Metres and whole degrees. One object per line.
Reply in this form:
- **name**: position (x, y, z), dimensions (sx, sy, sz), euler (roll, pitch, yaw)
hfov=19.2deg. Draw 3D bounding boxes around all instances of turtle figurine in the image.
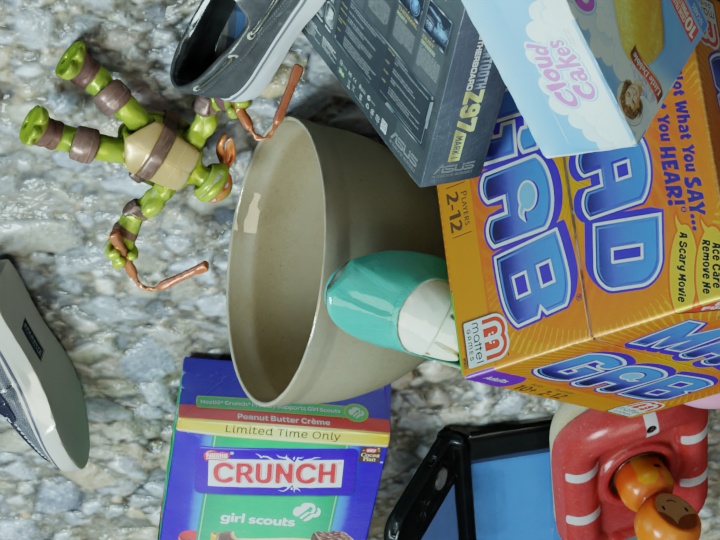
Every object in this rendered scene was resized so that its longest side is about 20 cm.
- **turtle figurine**: position (-0.143, -0.095, 1.478), dimensions (0.161, 0.064, 0.200), euler (30, 110, -20)

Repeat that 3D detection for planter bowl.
- **planter bowl**: position (0.000, 0.000, 1.490), dimensions (0.134, 0.201, 0.201), euler (6, 131, -22)

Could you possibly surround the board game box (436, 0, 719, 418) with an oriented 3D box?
- **board game box**: position (0.188, -0.036, 1.370), dimensions (0.199, 0.201, 0.199), euler (-20, 158, 35)

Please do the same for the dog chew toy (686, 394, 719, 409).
- **dog chew toy**: position (0.246, 0.002, 1.553), dimensions (0.124, 0.125, 0.201), euler (-15, 121, 10)

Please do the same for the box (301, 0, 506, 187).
- **box**: position (0.026, -0.175, 1.329), dimensions (0.051, 0.200, 0.158), euler (-13, 136, -27)

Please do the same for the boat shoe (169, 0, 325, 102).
- **boat shoe**: position (-0.070, -0.184, 1.362), dimensions (0.066, 0.070, 0.200), euler (-5, 147, -35)

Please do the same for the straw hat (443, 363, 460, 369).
- **straw hat**: position (0.110, 0.034, 1.588), dimensions (0.200, 0.085, 0.202), euler (-1, 131, -2)

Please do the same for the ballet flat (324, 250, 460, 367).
- **ballet flat**: position (0.066, 0.034, 1.397), dimensions (0.200, 0.070, 0.068), euler (15, 102, -44)

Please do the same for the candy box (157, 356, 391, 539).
- **candy box**: position (-0.072, 0.169, 1.700), dimensions (0.168, 0.077, 0.201), euler (5, 129, -7)

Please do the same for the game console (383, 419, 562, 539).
- **game console**: position (0.110, 0.231, 1.743), dimensions (0.116, 0.176, 0.201), euler (14, 135, 23)

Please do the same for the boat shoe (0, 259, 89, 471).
- **boat shoe**: position (-0.280, 0.077, 1.620), dimensions (0.092, 0.075, 0.201), euler (-11, 123, 15)

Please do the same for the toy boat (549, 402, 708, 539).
- **toy boat**: position (0.224, 0.169, 1.665), dimensions (0.130, 0.131, 0.200), euler (-19, 135, -9)

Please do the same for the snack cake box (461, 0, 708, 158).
- **snack cake box**: position (0.110, -0.177, 1.188), dimensions (0.067, 0.115, 0.200), euler (-5, 129, 39)
